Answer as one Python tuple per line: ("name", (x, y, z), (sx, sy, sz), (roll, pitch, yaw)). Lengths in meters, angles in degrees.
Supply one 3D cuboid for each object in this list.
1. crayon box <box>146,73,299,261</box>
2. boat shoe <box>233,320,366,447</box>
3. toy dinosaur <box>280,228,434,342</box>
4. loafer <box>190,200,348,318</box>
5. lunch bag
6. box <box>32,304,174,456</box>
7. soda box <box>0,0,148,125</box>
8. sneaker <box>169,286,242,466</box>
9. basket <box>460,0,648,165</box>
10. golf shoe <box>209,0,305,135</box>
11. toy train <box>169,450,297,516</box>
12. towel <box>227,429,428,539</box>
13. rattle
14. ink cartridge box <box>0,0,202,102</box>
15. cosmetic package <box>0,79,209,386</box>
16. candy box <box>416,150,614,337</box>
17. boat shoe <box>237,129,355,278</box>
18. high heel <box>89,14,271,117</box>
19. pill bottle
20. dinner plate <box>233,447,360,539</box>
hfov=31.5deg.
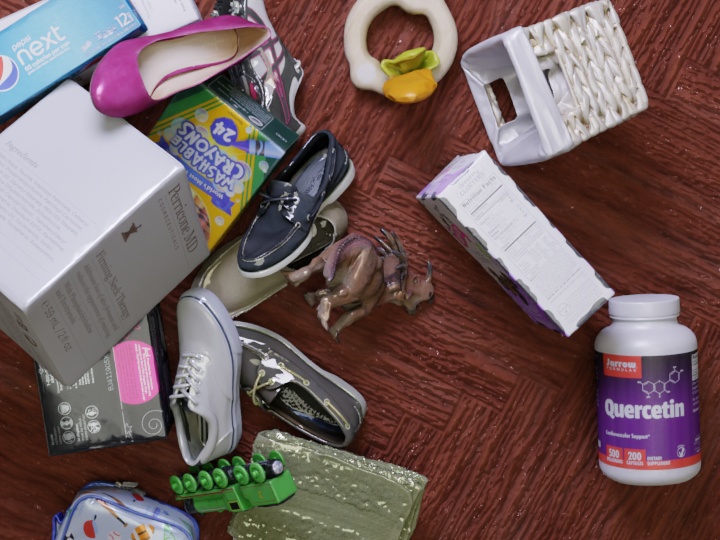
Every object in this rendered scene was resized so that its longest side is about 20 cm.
("crayon box", (-0.172, -0.102, 1.345), (0.126, 0.052, 0.200), (39, 121, -3))
("boat shoe", (-0.087, 0.125, 1.404), (0.201, 0.060, 0.072), (31, 123, -6))
("toy dinosaur", (0.000, 0.000, 1.366), (0.135, 0.200, 0.086), (-39, 66, -1))
("loafer", (-0.102, -0.015, 1.396), (0.200, 0.068, 0.076), (-37, 96, 0))
("lunch bag", (-0.275, 0.334, 1.413), (0.160, 0.076, 0.200), (20, 95, -3))
("box", (-0.279, 0.083, 1.372), (0.132, 0.115, 0.201), (-8, 94, -1))
("soda box", (-0.307, -0.208, 1.222), (0.200, 0.064, 0.068), (-32, 97, 1))
("sneaker", (-0.169, 0.118, 1.362), (0.073, 0.071, 0.200), (6, 114, 30))
("basket", (0.201, -0.195, 1.336), (0.123, 0.200, 0.136), (-23, 96, -6))
("golf shoe", (-0.112, -0.233, 1.386), (0.088, 0.077, 0.201), (-4, 92, -30))
("toy train", (-0.139, 0.232, 1.369), (0.042, 0.200, 0.057), (-28, 96, -41))
("towel", (-0.036, 0.262, 1.407), (0.200, 0.036, 0.149), (17, 107, -5))
("rattle", (0.046, -0.283, 1.351), (0.130, 0.143, 0.200), (17, 100, 14))
("ink cartridge box", (-0.270, -0.252, 1.326), (0.200, 0.146, 0.086), (-26, 97, -1))
("cosmetic package", (-0.281, -0.036, 1.225), (0.166, 0.167, 0.200), (37, 68, 21))
("candy box", (0.160, -0.031, 1.360), (0.072, 0.168, 0.200), (-44, 95, -1))
("boat shoe", (-0.073, -0.076, 1.343), (0.199, 0.074, 0.066), (-49, 138, -32))
("high heel", (-0.169, -0.195, 1.208), (0.096, 0.200, 0.068), (-4, 108, 31))
("pill bottle", (0.317, 0.130, 1.412), (0.112, 0.112, 0.201), (-4, 95, -3))
("dinner plate", (-0.045, 0.301, 1.451), (0.200, 0.024, 0.201), (0, 96, -3))
